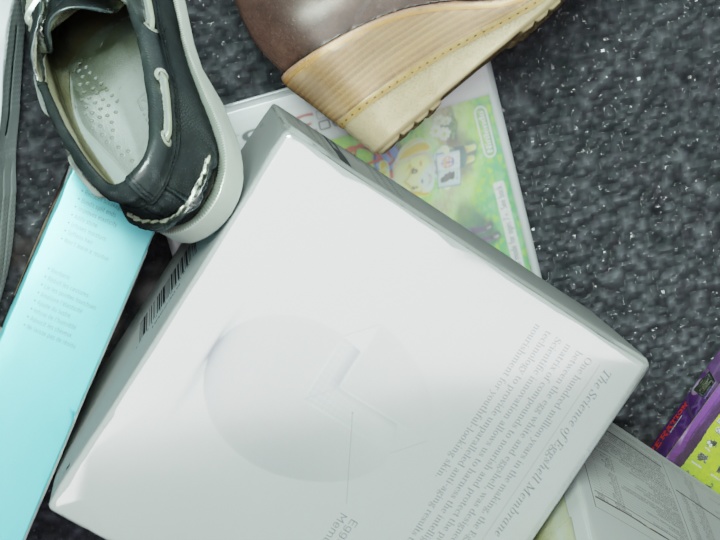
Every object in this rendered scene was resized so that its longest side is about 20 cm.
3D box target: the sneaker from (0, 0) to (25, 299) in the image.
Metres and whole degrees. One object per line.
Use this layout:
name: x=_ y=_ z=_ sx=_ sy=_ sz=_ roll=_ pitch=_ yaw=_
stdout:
sneaker: x=-0.205 y=-0.040 z=0.786 sx=0.070 sy=0.073 sz=0.202 roll=7 pitch=93 yaw=0

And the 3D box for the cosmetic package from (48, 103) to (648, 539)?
cosmetic package: x=-0.009 y=0.062 z=0.779 sx=0.199 sy=0.123 sz=0.200 roll=33 pitch=96 yaw=-11

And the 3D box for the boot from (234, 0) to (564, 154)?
boot: x=0.022 y=-0.173 z=0.783 sx=0.200 sy=0.072 sz=0.167 roll=-40 pitch=91 yaw=-14

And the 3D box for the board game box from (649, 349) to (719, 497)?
board game box: x=0.264 y=0.115 z=0.901 sx=0.199 sy=0.032 sz=0.120 roll=34 pitch=100 yaw=-14

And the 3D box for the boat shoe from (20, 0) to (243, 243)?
boat shoe: x=-0.113 y=-0.102 z=0.724 sx=0.076 sy=0.200 sz=0.060 roll=-43 pitch=147 yaw=14

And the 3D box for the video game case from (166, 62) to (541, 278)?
video game case: x=0.000 y=0.000 z=0.841 sx=0.181 sy=0.022 sz=0.201 roll=-16 pitch=104 yaw=-4

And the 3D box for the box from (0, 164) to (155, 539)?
box: x=-0.155 y=0.051 z=0.777 sx=0.049 sy=0.082 sz=0.201 roll=23 pitch=84 yaw=-11

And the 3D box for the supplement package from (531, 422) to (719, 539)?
supplement package: x=0.117 y=0.191 z=0.795 sx=0.150 sy=0.200 sz=0.152 roll=33 pitch=109 yaw=-13
